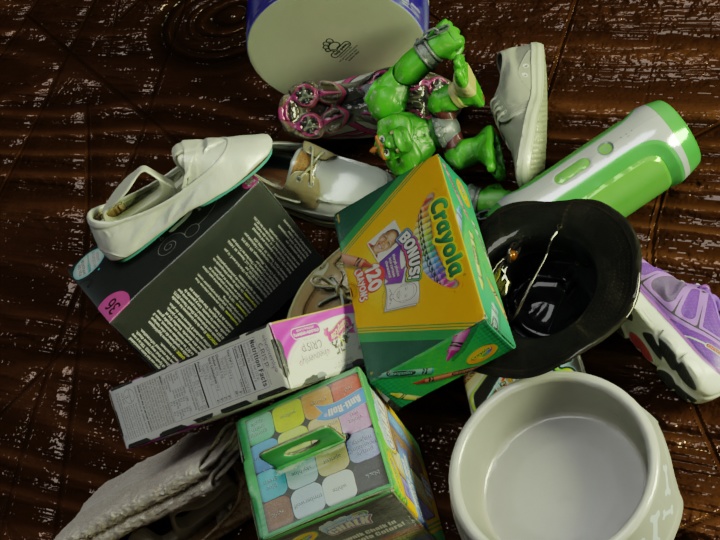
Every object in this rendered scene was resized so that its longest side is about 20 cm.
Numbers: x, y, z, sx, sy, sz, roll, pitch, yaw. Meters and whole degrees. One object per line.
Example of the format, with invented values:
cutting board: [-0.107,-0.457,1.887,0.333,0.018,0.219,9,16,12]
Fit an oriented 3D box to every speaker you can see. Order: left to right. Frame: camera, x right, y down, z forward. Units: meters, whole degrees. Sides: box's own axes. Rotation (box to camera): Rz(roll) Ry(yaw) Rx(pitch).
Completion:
speaker: [0.222,-0.078,1.273,0.199,0.089,0.089,-34,50,0]

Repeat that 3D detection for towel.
towel: [-0.196,0.203,1.237,0.199,0.035,0.133,-30,7,18]

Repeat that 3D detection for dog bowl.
dog bowl: [-0.024,-0.268,1.443,0.199,0.200,0.079,-11,56,17]
dog bowl: [0.163,0.173,1.100,0.199,0.059,0.201,-11,54,16]

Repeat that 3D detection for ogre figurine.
ogre figurine: [0.074,-0.137,1.355,0.119,0.201,0.098,-19,18,21]

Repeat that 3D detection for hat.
hat: [0.166,0.030,1.182,0.200,0.081,0.201,-20,47,23]

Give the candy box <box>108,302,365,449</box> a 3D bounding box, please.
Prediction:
candy box: [-0.107,0.094,1.192,0.199,0.136,0.061,-22,84,32]

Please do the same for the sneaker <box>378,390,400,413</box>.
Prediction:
sneaker: [0.048,0.049,1.258,0.076,0.075,0.201,31,58,-5]

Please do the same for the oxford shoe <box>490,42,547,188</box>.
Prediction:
oxford shoe: [0.161,-0.157,1.363,0.057,0.075,0.201,-2,49,10]

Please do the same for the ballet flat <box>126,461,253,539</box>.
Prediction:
ballet flat: [-0.176,0.244,1.246,0.200,0.065,0.071,-41,52,-6]

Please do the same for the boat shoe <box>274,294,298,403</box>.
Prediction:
boat shoe: [-0.058,0.082,1.303,0.074,0.066,0.200,-13,53,16]

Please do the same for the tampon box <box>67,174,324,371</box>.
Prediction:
tampon box: [-0.167,-0.002,1.349,0.200,0.126,0.150,-44,33,-8]

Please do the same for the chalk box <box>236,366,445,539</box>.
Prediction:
chalk box: [-0.023,0.176,1.135,0.124,0.200,0.124,-23,51,8]

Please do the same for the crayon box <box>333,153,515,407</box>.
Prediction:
crayon box: [0.053,0.007,1.184,0.118,0.058,0.201,-29,47,18]

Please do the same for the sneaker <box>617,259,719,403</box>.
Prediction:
sneaker: [0.274,0.031,1.197,0.083,0.081,0.200,-28,59,-13]

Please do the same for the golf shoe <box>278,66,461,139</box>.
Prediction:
golf shoe: [0.010,-0.180,1.447,0.199,0.092,0.073,-3,92,-1]

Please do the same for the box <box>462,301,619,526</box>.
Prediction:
box: [0.156,0.129,1.194,0.109,0.035,0.201,-20,52,11]

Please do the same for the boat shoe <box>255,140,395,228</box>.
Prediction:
boat shoe: [-0.055,-0.096,1.424,0.199,0.068,0.075,5,60,27]

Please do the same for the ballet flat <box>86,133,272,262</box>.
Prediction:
ballet flat: [-0.178,-0.083,1.280,0.199,0.069,0.070,-34,50,6]

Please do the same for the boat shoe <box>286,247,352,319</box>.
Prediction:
boat shoe: [0.000,0.000,1.299,0.073,0.063,0.200,39,59,0]
